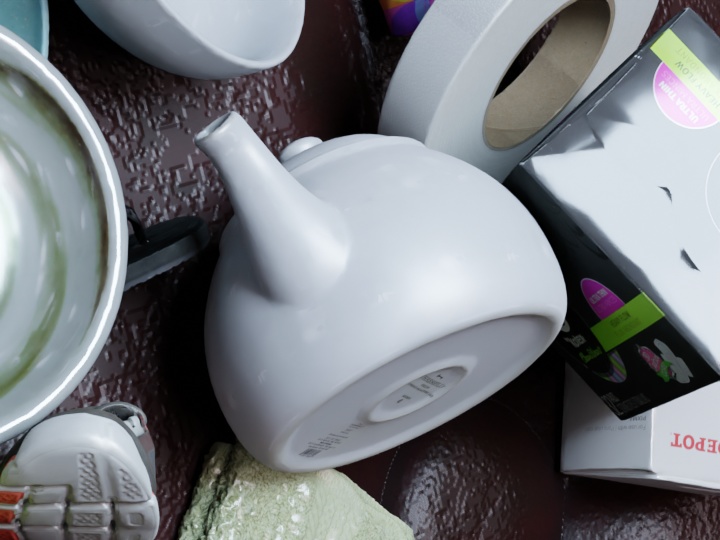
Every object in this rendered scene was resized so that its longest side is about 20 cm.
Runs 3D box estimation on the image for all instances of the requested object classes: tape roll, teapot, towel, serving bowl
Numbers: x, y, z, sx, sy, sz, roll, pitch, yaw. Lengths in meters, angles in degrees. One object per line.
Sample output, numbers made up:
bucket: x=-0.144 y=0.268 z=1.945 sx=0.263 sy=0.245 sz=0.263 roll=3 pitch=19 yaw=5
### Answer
tape roll: x=0.092 y=-0.120 z=1.056 sx=0.202 sy=0.204 sz=0.037 roll=-29 pitch=60 yaw=-38
teapot: x=0.000 y=0.000 z=0.962 sx=0.196 sy=0.200 sz=0.147 roll=-16 pitch=68 yaw=-29
towel: x=-0.047 y=0.194 z=0.994 sx=0.148 sy=0.036 sz=0.201 roll=35 pitch=65 yaw=-32
serving bowl: x=-0.109 y=-0.180 z=0.932 sx=0.200 sy=0.065 sz=0.201 roll=45 pitch=33 yaw=-41

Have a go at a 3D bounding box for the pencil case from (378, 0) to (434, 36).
pencil case: x=0.026 y=-0.228 z=1.061 sx=0.088 sy=0.088 sz=0.201 roll=-27 pitch=101 yaw=-38

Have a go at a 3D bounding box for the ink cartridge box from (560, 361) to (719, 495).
ink cartridge box: x=0.203 y=0.036 z=1.190 sx=0.146 sy=0.082 sz=0.202 roll=13 pitch=77 yaw=-39

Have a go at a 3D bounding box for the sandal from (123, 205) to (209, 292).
sandal: x=-0.152 y=-0.003 z=0.896 sx=0.200 sy=0.075 sz=0.048 roll=-23 pitch=104 yaw=-39

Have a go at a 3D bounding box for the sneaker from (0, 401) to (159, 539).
sneaker: x=-0.126 y=0.091 z=0.863 sx=0.076 sy=0.200 sz=0.083 roll=8 pitch=64 yaw=-5

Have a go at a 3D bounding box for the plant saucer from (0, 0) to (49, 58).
plant saucer: x=-0.232 y=-0.104 z=0.840 sx=0.199 sy=0.036 sz=0.202 roll=-12 pitch=109 yaw=-38

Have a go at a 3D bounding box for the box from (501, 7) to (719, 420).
box: x=0.156 y=-0.022 z=1.021 sx=0.124 sy=0.200 sz=0.149 roll=-43 pitch=86 yaw=-11

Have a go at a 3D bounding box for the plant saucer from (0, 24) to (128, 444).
plant saucer: x=-0.198 y=-0.016 z=0.810 sx=0.199 sy=0.050 sz=0.202 roll=8 pitch=74 yaw=-28
